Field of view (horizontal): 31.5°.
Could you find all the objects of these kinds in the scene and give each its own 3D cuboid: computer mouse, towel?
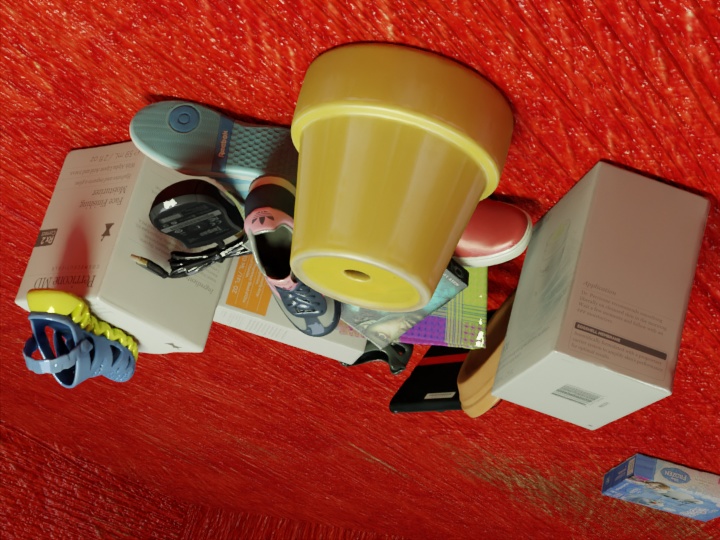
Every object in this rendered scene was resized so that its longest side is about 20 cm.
[{"bbox_3d":[-0.188,-0.047,1.336,0.140,0.046,0.200,-19,161,14],"label":"computer mouse"},{"bbox_3d":[0.054,0.012,1.464,0.200,0.144,0.023,6,-168,26],"label":"towel"}]

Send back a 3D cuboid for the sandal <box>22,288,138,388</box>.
[{"bbox_3d":[-0.313,0.090,1.405,0.079,0.087,0.200,3,159,23],"label":"sandal"}]

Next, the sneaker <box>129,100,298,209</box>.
[{"bbox_3d":[-0.143,-0.108,1.350,0.200,0.080,0.131,16,159,1],"label":"sneaker"}]

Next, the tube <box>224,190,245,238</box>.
[{"bbox_3d":[-0.074,-0.028,1.438,0.200,0.058,0.052,39,123,-13],"label":"tube"}]

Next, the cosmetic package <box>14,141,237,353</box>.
[{"bbox_3d":[-0.263,-0.023,1.487,0.165,0.200,0.165,-4,153,42],"label":"cosmetic package"}]

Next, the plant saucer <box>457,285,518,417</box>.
[{"bbox_3d":[0.169,0.075,1.451,0.037,0.200,0.200,35,159,-2],"label":"plant saucer"}]

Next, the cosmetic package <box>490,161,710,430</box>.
[{"bbox_3d":[0.232,0.030,1.259,0.123,0.200,0.199,20,160,-5],"label":"cosmetic package"}]

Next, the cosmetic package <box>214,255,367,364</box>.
[{"bbox_3d":[-0.085,0.042,1.679,0.200,0.102,0.071,18,160,-9],"label":"cosmetic package"}]

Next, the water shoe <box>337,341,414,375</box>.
[{"bbox_3d":[-0.024,0.093,1.807,0.200,0.079,0.072,12,160,11],"label":"water shoe"}]

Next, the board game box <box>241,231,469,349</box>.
[{"bbox_3d":[-0.004,-0.012,1.325,0.200,0.028,0.135,38,124,-21],"label":"board game box"}]

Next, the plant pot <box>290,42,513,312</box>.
[{"bbox_3d":[0.021,-0.073,1.156,0.200,0.189,0.201,14,160,5],"label":"plant pot"}]

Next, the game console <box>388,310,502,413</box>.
[{"bbox_3d":[0.144,0.116,1.612,0.200,0.177,0.031,-12,123,52],"label":"game console"}]

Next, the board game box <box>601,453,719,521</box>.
[{"bbox_3d":[0.542,0.379,2.216,0.199,0.043,0.200,14,160,0],"label":"board game box"}]

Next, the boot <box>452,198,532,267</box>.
[{"bbox_3d":[0.069,-0.069,1.314,0.200,0.073,0.144,8,158,29],"label":"boot"}]

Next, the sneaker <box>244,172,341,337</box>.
[{"bbox_3d":[-0.072,0.005,1.276,0.070,0.082,0.200,-12,126,14],"label":"sneaker"}]
